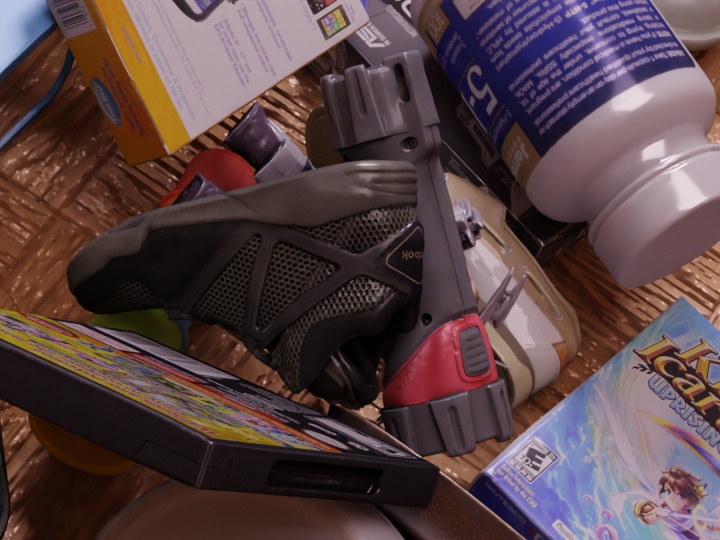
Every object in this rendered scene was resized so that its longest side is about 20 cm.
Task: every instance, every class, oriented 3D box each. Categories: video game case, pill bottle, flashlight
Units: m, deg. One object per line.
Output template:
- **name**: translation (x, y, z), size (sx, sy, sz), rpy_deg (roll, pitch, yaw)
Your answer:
- **video game case**: translation (-0.091, 0.060, 1.166), size (0.200, 0.026, 0.181), rpy_deg (22, 5, 33)
- **video game case**: translation (0.186, 0.136, 1.400), size (0.200, 0.045, 0.181), rpy_deg (44, 55, 12)
- **pill bottle**: translation (0.126, -0.097, 1.421), size (0.119, 0.120, 0.200), rpy_deg (-22, 68, -29)
- **flashlight**: translation (0.024, -0.005, 1.303), size (0.067, 0.068, 0.201), rpy_deg (-15, 91, -1)

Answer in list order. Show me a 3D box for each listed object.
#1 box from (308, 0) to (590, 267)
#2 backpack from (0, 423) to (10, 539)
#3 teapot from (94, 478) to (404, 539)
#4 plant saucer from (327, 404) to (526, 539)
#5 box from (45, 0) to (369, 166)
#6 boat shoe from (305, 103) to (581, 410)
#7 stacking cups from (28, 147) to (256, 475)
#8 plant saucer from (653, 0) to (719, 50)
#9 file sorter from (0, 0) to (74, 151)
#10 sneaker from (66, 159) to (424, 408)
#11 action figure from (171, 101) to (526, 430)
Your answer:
- **box**: translation (0.083, -0.109, 1.517), size (0.158, 0.050, 0.200), rpy_deg (-34, 75, -33)
- **backpack**: translation (-0.272, 0.073, 1.228), size (0.199, 0.151, 0.178), rpy_deg (-2, 61, -14)
- **teapot**: translation (-0.041, 0.195, 1.231), size (0.197, 0.146, 0.200), rpy_deg (27, 82, 23)
- **plant saucer**: translation (0.053, 0.141, 1.275), size (0.200, 0.200, 0.032), rpy_deg (39, 83, 8)
- **box**: translation (-0.076, -0.152, 1.385), size (0.200, 0.041, 0.119), rpy_deg (-38, 107, -43)
- **boat shoe**: translation (0.045, -0.016, 1.436), size (0.068, 0.075, 0.200), rpy_deg (-30, 83, -33)
- **stacking cups**: translation (-0.105, 0.015, 1.369), size (0.060, 0.061, 0.200), rpy_deg (28, 53, 0)
- **plant saucer**: translation (0.163, -0.223, 1.582), size (0.200, 0.050, 0.201), rpy_deg (22, 40, -20)
- **file sorter**: translation (-0.260, -0.150, 1.382), size (0.200, 0.123, 0.139), rpy_deg (37, 54, 6)
- **sneaker**: translation (-0.056, 0.019, 1.270), size (0.076, 0.199, 0.115), rpy_deg (5, 75, -64)
- **action figure**: translation (0.000, 0.000, 1.364), size (0.200, 0.069, 0.130), rpy_deg (40, 88, -7)
